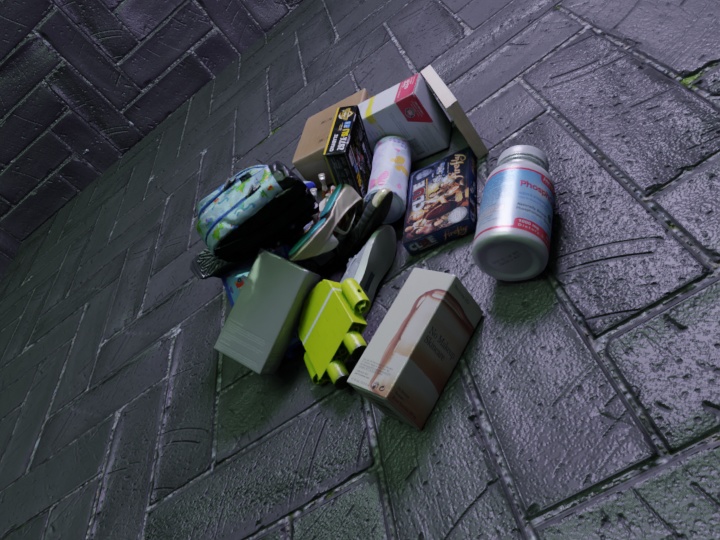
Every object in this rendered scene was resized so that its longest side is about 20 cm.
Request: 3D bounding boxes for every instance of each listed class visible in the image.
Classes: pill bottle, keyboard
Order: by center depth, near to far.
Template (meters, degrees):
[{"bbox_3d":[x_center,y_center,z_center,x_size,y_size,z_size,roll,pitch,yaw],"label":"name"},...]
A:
[{"bbox_3d":[0.236,-0.092,0.884,0.108,0.109,0.201,-13,46,38],"label":"pill bottle"},{"bbox_3d":[-0.154,-0.082,1.185,0.104,0.040,0.200,-40,7,-10],"label":"keyboard"}]

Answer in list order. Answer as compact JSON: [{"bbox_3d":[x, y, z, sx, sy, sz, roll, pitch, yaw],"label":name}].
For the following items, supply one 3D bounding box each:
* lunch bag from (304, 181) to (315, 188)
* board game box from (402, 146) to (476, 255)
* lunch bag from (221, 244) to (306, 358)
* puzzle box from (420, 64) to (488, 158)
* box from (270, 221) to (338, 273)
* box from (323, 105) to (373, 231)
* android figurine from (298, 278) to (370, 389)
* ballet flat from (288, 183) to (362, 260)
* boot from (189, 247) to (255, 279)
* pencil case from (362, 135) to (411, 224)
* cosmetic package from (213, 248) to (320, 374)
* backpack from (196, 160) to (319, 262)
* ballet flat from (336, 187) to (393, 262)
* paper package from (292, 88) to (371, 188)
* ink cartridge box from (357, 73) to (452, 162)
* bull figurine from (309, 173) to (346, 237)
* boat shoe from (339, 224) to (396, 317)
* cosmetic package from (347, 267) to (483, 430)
[{"bbox_3d":[-0.210,-0.138,1.335,0.199,0.128,0.170,-33,0,24],"label":"lunch bag"},{"bbox_3d":[0.149,-0.131,1.082,0.135,0.035,0.201,-22,40,30],"label":"board game box"},{"bbox_3d":[-0.163,0.078,1.126,0.149,0.094,0.202,-25,65,10],"label":"lunch bag"},{"bbox_3d":[0.184,-0.317,1.155,0.025,0.133,0.201,-33,35,15],"label":"puzzle box"},{"bbox_3d":[-0.151,-0.024,1.273,0.199,0.044,0.161,-38,35,9],"label":"box"},{"bbox_3d":[-0.012,-0.204,1.179,0.049,0.201,0.161,-3,47,18],"label":"box"},{"bbox_3d":[-0.049,0.098,0.980,0.183,0.041,0.200,-62,35,20],"label":"android figurine"},{"bbox_3d":[-0.055,-0.077,1.057,0.069,0.070,0.201,-3,44,44],"label":"ballet flat"},{"bbox_3d":[-0.238,-0.032,1.203,0.163,0.200,0.066,-24,82,9],"label":"boot"},{"bbox_3d":[0.056,-0.183,1.167,0.091,0.083,0.201,-45,24,42],"label":"pencil case"},{"bbox_3d":[-0.165,0.073,1.044,0.106,0.090,0.201,27,87,15],"label":"cosmetic package"},{"bbox_3d":[-0.191,-0.099,1.034,0.154,0.163,0.200,41,89,15],"label":"backpack"},{"bbox_3d":[0.002,-0.088,1.094,0.066,0.057,0.200,-31,-16,-42],"label":"ballet flat"},{"bbox_3d":[-0.051,-0.318,1.429,0.198,0.103,0.192,-17,44,33],"label":"paper package"},{"bbox_3d":[0.073,-0.303,1.244,0.199,0.145,0.084,-17,41,34],"label":"ink cartridge box"},{"bbox_3d":[-0.061,-0.135,1.211,0.064,0.122,0.201,-5,33,8],"label":"bull figurine"},{"bbox_3d":[0.000,0.001,1.065,0.071,0.070,0.202,5,60,41],"label":"boat shoe"},{"bbox_3d":[0.082,0.109,0.839,0.087,0.103,0.201,10,63,48],"label":"cosmetic package"}]
